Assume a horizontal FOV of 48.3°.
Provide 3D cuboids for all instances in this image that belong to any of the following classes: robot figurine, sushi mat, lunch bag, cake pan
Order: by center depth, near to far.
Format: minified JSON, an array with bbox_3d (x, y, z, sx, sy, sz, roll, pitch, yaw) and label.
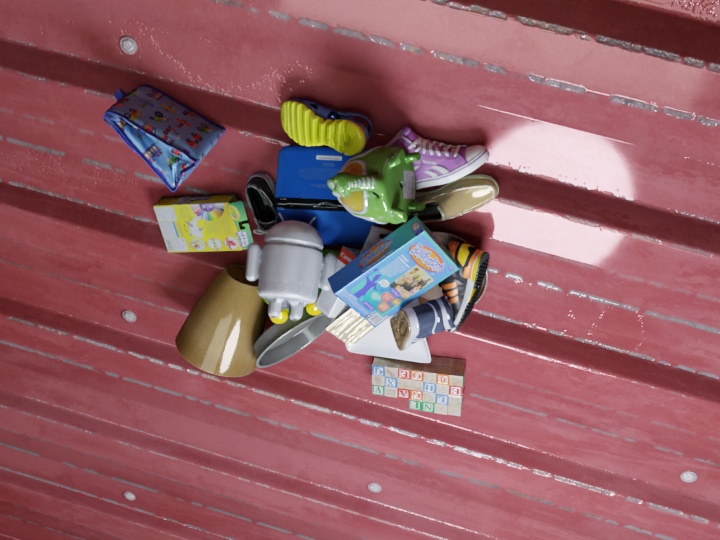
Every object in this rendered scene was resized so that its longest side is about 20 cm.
[{"bbox_3d":[-0.379,-0.272,1.514,0.200,0.151,0.094,40,124,-12],"label":"lunch bag"},{"bbox_3d":[-0.130,-0.008,1.516,0.169,0.113,0.200,7,82,-12],"label":"robot figurine"},{"bbox_3d":[0.031,0.074,1.571,0.200,0.012,0.096,-38,136,14],"label":"sushi mat"},{"bbox_3d":[-0.145,0.135,1.709,0.200,0.200,0.037,-46,72,34],"label":"cake pan"}]

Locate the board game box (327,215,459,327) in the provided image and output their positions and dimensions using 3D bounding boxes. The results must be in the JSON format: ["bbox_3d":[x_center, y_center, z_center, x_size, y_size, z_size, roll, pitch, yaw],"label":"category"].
[{"bbox_3d":[0.063,0.006,1.470,0.200,0.045,0.152,-34,139,12],"label":"board game box"}]

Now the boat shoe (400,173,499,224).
[{"bbox_3d":[0.163,-0.121,1.510,0.200,0.076,0.072,-18,116,24],"label":"boat shoe"}]

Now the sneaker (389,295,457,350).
[{"bbox_3d":[0.124,0.104,1.579,0.108,0.200,0.070,-17,79,-10],"label":"sneaker"}]

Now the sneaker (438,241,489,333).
[{"bbox_3d":[0.185,0.029,1.578,0.090,0.070,0.200,28,129,18],"label":"sneaker"}]

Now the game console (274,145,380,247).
[{"bbox_3d":[-0.058,-0.142,1.562,0.200,0.118,0.171,3,82,5],"label":"game console"}]

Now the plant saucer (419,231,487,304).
[{"bbox_3d":[0.157,0.001,1.619,0.200,0.035,0.200,8,125,12],"label":"plant saucer"}]

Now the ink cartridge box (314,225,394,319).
[{"bbox_3d":[0.000,0.000,1.575,0.050,0.109,0.200,36,106,39],"label":"ink cartridge box"}]

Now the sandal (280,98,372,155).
[{"bbox_3d":[-0.059,-0.266,1.475,0.200,0.087,0.080,26,126,24],"label":"sandal"}]

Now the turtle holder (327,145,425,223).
[{"bbox_3d":[0.023,-0.141,1.405,0.132,0.186,0.141,1,124,27],"label":"turtle holder"}]

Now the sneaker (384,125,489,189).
[{"bbox_3d":[0.127,-0.216,1.463,0.200,0.073,0.114,-14,115,23],"label":"sneaker"}]

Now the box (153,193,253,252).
[{"bbox_3d":[-0.321,-0.099,1.677,0.200,0.048,0.117,0,122,18],"label":"box"}]

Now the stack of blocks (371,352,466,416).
[{"bbox_3d":[0.128,0.247,1.774,0.200,0.059,0.115,7,124,11],"label":"stack of blocks"}]

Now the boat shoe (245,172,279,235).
[{"bbox_3d":[-0.178,-0.098,1.624,0.073,0.068,0.200,-5,121,18],"label":"boat shoe"}]

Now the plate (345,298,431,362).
[{"bbox_3d":[0.047,0.105,1.697,0.199,0.032,0.200,5,130,24],"label":"plate"}]

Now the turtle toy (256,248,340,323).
[{"bbox_3d":[-0.117,0.014,1.626,0.200,0.146,0.101,-14,130,5],"label":"turtle toy"}]

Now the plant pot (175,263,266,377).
[{"bbox_3d":[-0.277,0.095,1.728,0.186,0.186,0.200,24,112,-1],"label":"plant pot"}]
